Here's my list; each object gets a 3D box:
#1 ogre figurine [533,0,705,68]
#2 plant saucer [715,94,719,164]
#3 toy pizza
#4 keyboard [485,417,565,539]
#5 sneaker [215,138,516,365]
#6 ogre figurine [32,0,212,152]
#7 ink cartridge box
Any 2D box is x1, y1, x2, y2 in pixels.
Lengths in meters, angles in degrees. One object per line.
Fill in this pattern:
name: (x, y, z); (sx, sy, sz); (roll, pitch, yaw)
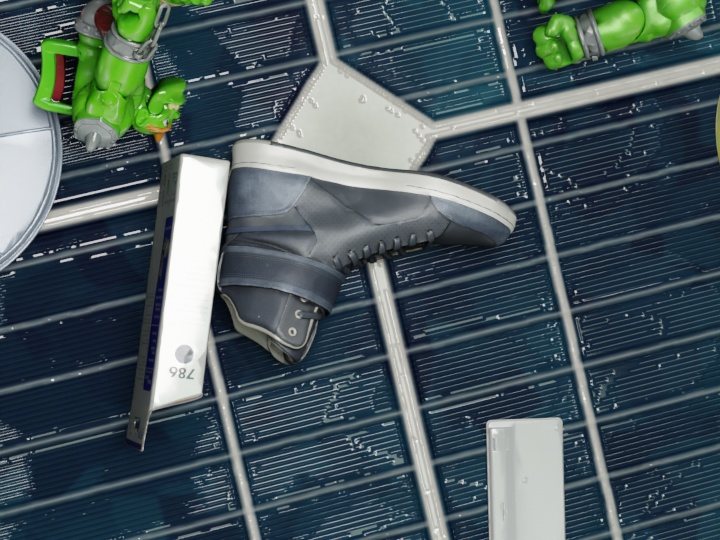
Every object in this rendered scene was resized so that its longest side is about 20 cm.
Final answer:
ogre figurine: (0.193, -0.238, 1.736); (0.120, 0.098, 0.200); (9, 76, 0)
plant saucer: (0.359, -0.102, 1.807); (0.200, 0.031, 0.200); (0, 89, -12)
toy pizza: (-0.302, -0.080, 1.671); (0.200, 0.032, 0.201); (1, 84, -10)
keyboard: (0.120, 0.206, 1.766); (0.056, 0.011, 0.200); (-1, 90, -16)
sneaker: (-0.001, 0.000, 1.702); (0.202, 0.077, 0.146); (10, 76, -1)
ogre figurine: (-0.157, -0.151, 1.635); (0.098, 0.200, 0.120); (13, 108, -28)
ink cartridge box: (-0.124, 0.024, 1.673); (0.039, 0.099, 0.200); (9, 88, -12)
